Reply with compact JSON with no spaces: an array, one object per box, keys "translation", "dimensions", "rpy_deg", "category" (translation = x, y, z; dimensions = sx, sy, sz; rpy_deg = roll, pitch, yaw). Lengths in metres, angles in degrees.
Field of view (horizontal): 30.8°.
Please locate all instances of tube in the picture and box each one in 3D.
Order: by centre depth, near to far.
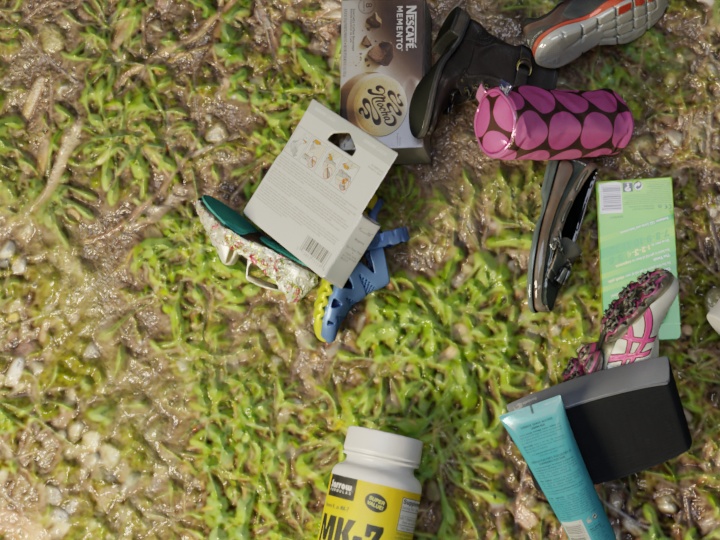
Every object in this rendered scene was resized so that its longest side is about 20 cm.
[{"translation":[0.236,0.241,1.522],"dimensions":[0.077,0.051,0.202],"rpy_deg":[-23,108,14],"category":"tube"}]

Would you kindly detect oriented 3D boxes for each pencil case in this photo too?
[{"translation":[0.235,-0.185,1.595],"dimensions":[0.094,0.198,0.091],"rpy_deg":[61,138,36],"category":"pencil case"}]

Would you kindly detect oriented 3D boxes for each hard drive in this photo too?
[{"translation":[0.284,0.188,1.542],"dimensions":[0.197,0.042,0.136],"rpy_deg":[-18,113,9],"category":"hard drive"}]

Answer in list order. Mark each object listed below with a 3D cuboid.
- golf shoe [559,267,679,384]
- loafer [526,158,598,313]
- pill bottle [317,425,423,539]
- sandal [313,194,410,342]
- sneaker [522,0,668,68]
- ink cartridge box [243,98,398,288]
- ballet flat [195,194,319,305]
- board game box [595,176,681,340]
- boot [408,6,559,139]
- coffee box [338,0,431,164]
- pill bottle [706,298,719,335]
[{"translation":[0.323,0.088,1.558],"dimensions":[0.091,0.073,0.201],"rpy_deg":[28,113,-11],"category":"golf shoe"},{"translation":[0.248,-0.045,1.611],"dimensions":[0.062,0.072,0.203],"rpy_deg":[6,78,23],"category":"loafer"},{"translation":[0.011,0.295,1.569],"dimensions":[0.113,0.114,0.203],"rpy_deg":[10,81,12],"category":"pill bottle"},{"translation":[0.000,0.000,1.650],"dimensions":[0.086,0.079,0.202],"rpy_deg":[23,90,-6],"category":"sandal"},{"translation":[0.294,-0.328,1.653],"dimensions":[0.198,0.078,0.082],"rpy_deg":[-21,56,-13],"category":"sneaker"},{"translation":[-0.043,-0.099,1.633],"dimensions":[0.200,0.043,0.175],"rpy_deg":[37,96,46],"category":"ink cartridge box"},{"translation":[-0.142,-0.023,1.683],"dimensions":[0.199,0.075,0.064],"rpy_deg":[33,104,18],"category":"ballet flat"},{"translation":[0.342,-0.012,1.614],"dimensions":[0.094,0.030,0.203],"rpy_deg":[-3,77,10],"category":"board game box"},{"translation":[0.163,-0.220,1.630],"dimensions":[0.173,0.069,0.202],"rpy_deg":[27,70,-14],"category":"boot"},{"translation":[0.034,-0.243,1.686],"dimensions":[0.111,0.080,0.203],"rpy_deg":[0,80,11],"category":"coffee box"},{"translation":[0.506,0.009,1.534],"dimensions":[0.119,0.120,0.200],"rpy_deg":[42,89,15],"category":"pill bottle"}]
